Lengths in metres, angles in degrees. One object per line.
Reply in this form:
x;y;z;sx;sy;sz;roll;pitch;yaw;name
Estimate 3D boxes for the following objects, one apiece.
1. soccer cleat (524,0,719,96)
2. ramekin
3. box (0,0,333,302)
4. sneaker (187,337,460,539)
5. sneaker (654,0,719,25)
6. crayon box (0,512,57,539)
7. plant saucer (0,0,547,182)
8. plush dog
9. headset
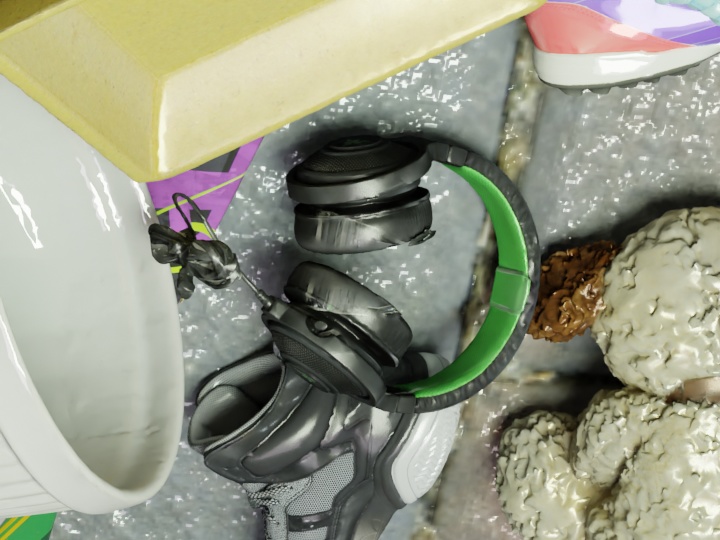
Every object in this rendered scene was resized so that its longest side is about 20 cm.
0.168;-0.133;1.092;0.199;0.068;0.073;-13;113;1;soccer cleat
-0.157;0.008;1.023;0.105;0.201;0.201;-14;124;15;ramekin
-0.113;-0.076;1.105;0.142;0.036;0.200;19;118;-19;box
-0.040;0.112;1.217;0.113;0.076;0.201;21;112;-19;sneaker
0.131;-0.132;1.029;0.082;0.074;0.200;-34;97;5;sneaker
-0.235;0.072;1.170;0.199;0.058;0.173;12;120;-15;crayon box
-0.035;-0.118;0.993;0.199;0.049;0.200;-24;162;8;plant saucer
0.161;0.055;1.177;0.199;0.160;0.173;-8;100;-2;plush dog
0.000;0.000;1.114;0.199;0.094;0.124;8;95;-30;headset
